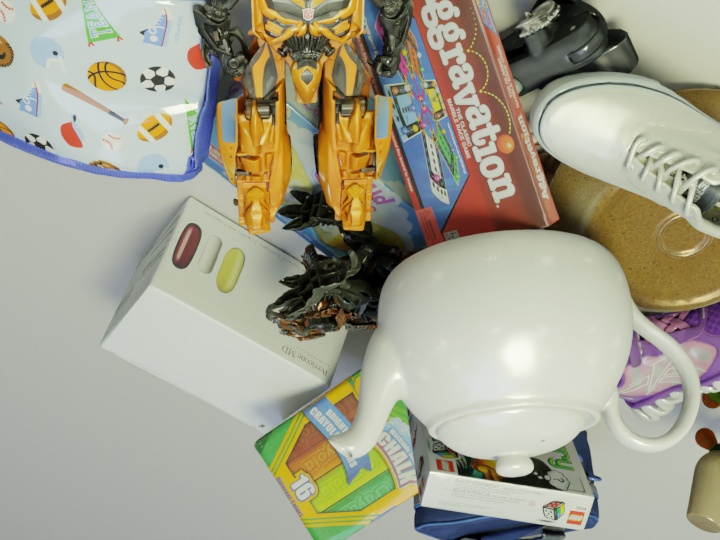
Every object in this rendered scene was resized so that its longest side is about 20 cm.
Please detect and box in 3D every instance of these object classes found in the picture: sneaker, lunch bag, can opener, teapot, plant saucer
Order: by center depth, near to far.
[{"bbox_3d":[0.205,-0.070,0.640,0.197,0.071,0.074,17,119,-8],"label":"sneaker"},{"bbox_3d":[0.091,-0.132,0.698,0.198,0.064,0.079,-15,119,39],"label":"can opener"},{"bbox_3d":[0.108,0.070,0.704,0.198,0.148,0.196,-20,154,35],"label":"teapot"},{"bbox_3d":[-0.191,-0.168,0.712,0.197,0.124,0.171,22,132,5],"label":"lunch bag"},{"bbox_3d":[0.236,-0.035,0.733,0.197,0.036,0.202,1,129,1],"label":"plant saucer"},{"bbox_3d":[0.267,0.064,0.862,0.087,0.081,0.200,25,145,-10],"label":"sneaker"},{"bbox_3d":[0.155,0.221,1.037,0.198,0.134,0.135,-18,151,33],"label":"lunch bag"}]

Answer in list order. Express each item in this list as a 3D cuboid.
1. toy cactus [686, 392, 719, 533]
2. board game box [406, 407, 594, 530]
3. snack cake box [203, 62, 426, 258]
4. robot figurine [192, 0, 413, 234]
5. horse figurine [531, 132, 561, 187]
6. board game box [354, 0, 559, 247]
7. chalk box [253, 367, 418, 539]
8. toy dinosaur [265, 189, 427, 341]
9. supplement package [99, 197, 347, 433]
[{"bbox_3d":[0.337,0.156,0.879,0.101,0.166,0.201,27,155,12],"label":"toy cactus"},{"bbox_3d":[0.102,0.124,0.802,0.124,0.201,0.035,10,115,-7],"label":"board game box"},{"bbox_3d":[-0.029,-0.088,0.807,0.199,0.068,0.114,37,141,-24],"label":"snack cake box"},{"bbox_3d":[-0.036,-0.123,0.661,0.142,0.059,0.202,-3,125,-7],"label":"robot figurine"},{"bbox_3d":[0.169,-0.038,0.794,0.132,0.050,0.200,-29,118,36],"label":"horse figurine"},{"bbox_3d":[0.058,-0.116,0.678,0.102,0.019,0.203,-13,101,40],"label":"board game box"},{"bbox_3d":[0.023,0.153,0.961,0.199,0.124,0.126,-36,85,15],"label":"chalk box"},{"bbox_3d":[0.000,0.000,0.799,0.199,0.103,0.135,-39,138,17],"label":"toy dinosaur"},{"bbox_3d":[-0.131,0.051,0.998,0.198,0.112,0.156,30,143,-17],"label":"supplement package"}]
